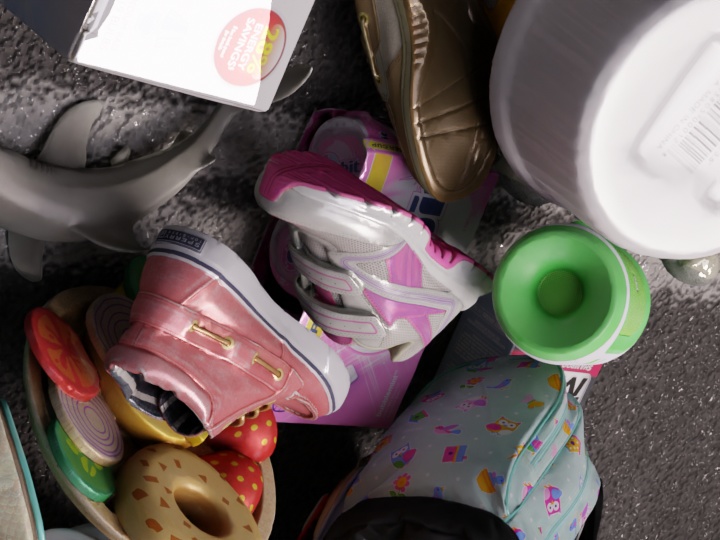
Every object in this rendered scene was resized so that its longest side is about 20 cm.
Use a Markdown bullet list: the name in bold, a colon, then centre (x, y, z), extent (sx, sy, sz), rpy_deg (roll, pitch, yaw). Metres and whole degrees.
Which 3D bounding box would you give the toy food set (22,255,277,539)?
- **toy food set**: centre (-0.118, 0.088, 1.249), extent (0.049, 0.200, 0.198), rpy_deg (-37, 100, 29)

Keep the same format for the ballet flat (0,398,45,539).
- **ballet flat**: centre (-0.226, 0.073, 1.174), extent (0.062, 0.201, 0.067), rpy_deg (-12, 165, -22)

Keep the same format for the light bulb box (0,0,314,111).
- **light bulb box**: centre (-0.105, -0.213, 1.049), extent (0.125, 0.200, 0.199), rpy_deg (11, 109, -43)

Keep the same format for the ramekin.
- **ramekin**: centre (0.184, -0.104, 1.242), extent (0.200, 0.098, 0.201), rpy_deg (-11, 121, -19)

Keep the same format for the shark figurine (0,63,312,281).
- **shark figurine**: centre (-0.127, -0.047, 1.223), extent (0.214, 0.089, 0.128), rpy_deg (-23, 131, -24)

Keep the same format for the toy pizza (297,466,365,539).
- **toy pizza**: centre (-0.036, 0.215, 1.449), extent (0.201, 0.032, 0.200), rpy_deg (-61, 167, -25)

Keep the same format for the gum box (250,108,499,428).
- **gum box**: centre (-0.003, -0.002, 1.363), extent (0.113, 0.066, 0.200), rpy_deg (7, 112, -42)

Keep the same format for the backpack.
- **backpack**: centre (0.079, 0.146, 1.376), extent (0.200, 0.166, 0.127), rpy_deg (-47, 133, -48)

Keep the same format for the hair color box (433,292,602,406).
- **hair color box**: centre (0.094, 0.111, 1.522), extent (0.099, 0.061, 0.200), rpy_deg (8, 112, -42)

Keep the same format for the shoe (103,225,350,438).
- **shoe**: centre (-0.077, 0.060, 1.229), extent (0.091, 0.071, 0.200), rpy_deg (-65, 147, -18)

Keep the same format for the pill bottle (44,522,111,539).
- **pill bottle**: centre (-0.139, 0.216, 1.275), extent (0.109, 0.109, 0.200), rpy_deg (-48, 150, -3)

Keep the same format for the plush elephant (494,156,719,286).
- **plush elephant**: centre (0.213, -0.110, 1.396), extent (0.200, 0.164, 0.155), rpy_deg (-57, 179, -16)

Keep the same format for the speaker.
- **speaker**: centre (0.134, 0.017, 1.343), extent (0.089, 0.088, 0.200), rpy_deg (-56, 169, 5)

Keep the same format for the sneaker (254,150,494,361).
- **sneaker**: centre (0.000, 0.000, 1.258), extent (0.088, 0.081, 0.200), rpy_deg (-55, 137, 1)

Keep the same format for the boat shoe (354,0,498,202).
- **boat shoe**: centre (0.035, -0.141, 1.279), extent (0.074, 0.066, 0.201), rpy_deg (-18, 111, -30)

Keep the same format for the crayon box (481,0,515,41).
- **crayon box**: centre (0.110, -0.205, 1.287), extent (0.058, 0.119, 0.201), rpy_deg (-7, 121, -36)
